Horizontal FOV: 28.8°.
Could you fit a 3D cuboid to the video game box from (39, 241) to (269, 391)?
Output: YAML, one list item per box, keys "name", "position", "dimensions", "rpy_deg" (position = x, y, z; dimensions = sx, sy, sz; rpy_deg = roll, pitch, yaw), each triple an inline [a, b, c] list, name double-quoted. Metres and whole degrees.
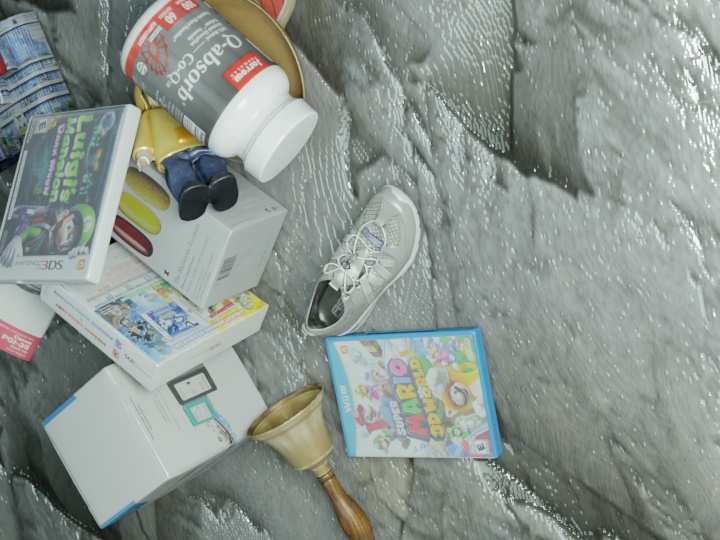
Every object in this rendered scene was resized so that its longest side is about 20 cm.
- name: "video game box"
  position: [-0.234, 0.037, 1.609]
  dimensions: [0.181, 0.199, 0.047]
  rpy_deg: [34, 125, 21]

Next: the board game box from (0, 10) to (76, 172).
- name: "board game box"
  position: [-0.472, -0.238, 1.772]
  dimensions: [0.199, 0.061, 0.202]
  rpy_deg: [-24, 91, 36]

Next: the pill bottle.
- name: "pill bottle"
  position: [-0.147, -0.194, 1.481]
  dimensions: [0.200, 0.116, 0.116]
  rpy_deg: [41, 123, 8]

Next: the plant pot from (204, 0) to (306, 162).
- name: "plant pot"
  position: [-0.138, -0.218, 1.556]
  dimensions: [0.198, 0.027, 0.202]
  rpy_deg: [18, 124, 28]

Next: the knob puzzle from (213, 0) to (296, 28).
- name: "knob puzzle"
  position: [-0.147, -0.328, 1.545]
  dimensions: [0.217, 0.030, 0.223]
  rpy_deg: [10, 110, 31]

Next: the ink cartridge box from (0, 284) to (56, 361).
- name: "ink cartridge box"
  position: [-0.384, -0.013, 1.718]
  dimensions: [0.082, 0.147, 0.201]
  rpy_deg: [29, 123, -11]

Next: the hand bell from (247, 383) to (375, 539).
- name: "hand bell"
  position: [-0.036, 0.243, 1.623]
  dimensions: [0.103, 0.104, 0.201]
  rpy_deg: [-24, 103, 36]

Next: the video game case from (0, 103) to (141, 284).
- name: "video game case"
  position: [-0.331, -0.083, 1.558]
  dimensions: [0.180, 0.023, 0.203]
  rpy_deg: [0, 72, 40]

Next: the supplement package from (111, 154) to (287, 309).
- name: "supplement package"
  position: [-0.204, -0.067, 1.612]
  dimensions: [0.199, 0.109, 0.115]
  rpy_deg: [36, 121, 20]

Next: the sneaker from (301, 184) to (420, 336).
- name: "sneaker"
  position: [0.000, 0.000, 1.512]
  dimensions: [0.074, 0.082, 0.201]
  rpy_deg: [37, 121, 19]

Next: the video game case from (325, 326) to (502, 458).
- name: "video game case"
  position: [0.057, 0.138, 1.554]
  dimensions: [0.198, 0.018, 0.145]
  rpy_deg: [-4, 102, 35]

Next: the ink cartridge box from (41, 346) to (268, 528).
- name: "ink cartridge box"
  position: [-0.235, 0.179, 1.651]
  dimensions: [0.146, 0.199, 0.147]
  rpy_deg: [-37, 81, 35]

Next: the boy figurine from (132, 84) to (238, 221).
- name: "boy figurine"
  position: [-0.196, -0.149, 1.549]
  dimensions: [0.065, 0.123, 0.201]
  rpy_deg: [99, 151, -53]
